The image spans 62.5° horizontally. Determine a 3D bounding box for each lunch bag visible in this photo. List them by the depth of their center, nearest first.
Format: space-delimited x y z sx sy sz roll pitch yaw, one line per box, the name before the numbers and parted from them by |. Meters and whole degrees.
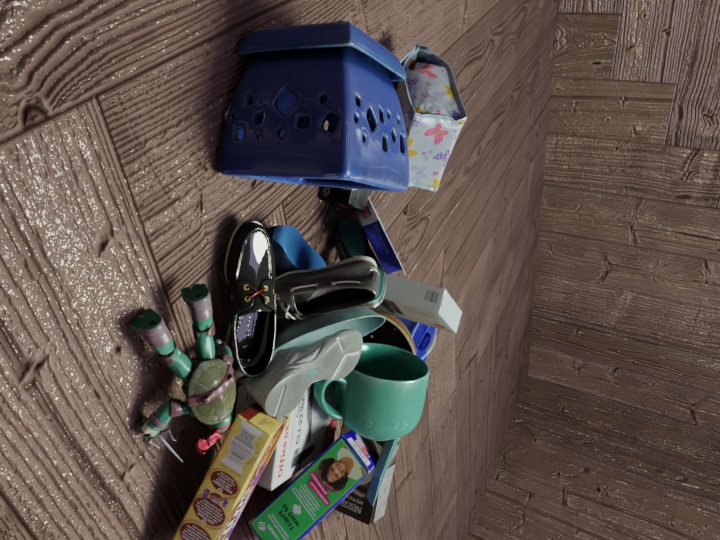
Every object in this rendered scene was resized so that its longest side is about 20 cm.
lunch bag | 0.097 -0.275 1.066 0.172 0.123 0.205 111 -21 -51

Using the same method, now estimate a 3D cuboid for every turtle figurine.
turtle figurine | -0.196 0.129 0.717 0.150 0.098 0.206 -46 135 -49

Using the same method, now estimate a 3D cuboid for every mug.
mug | 0.015 0.199 0.963 0.152 0.178 0.118 -80 178 -76

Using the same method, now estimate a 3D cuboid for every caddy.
caddy | 0.123 0.163 1.383 0.202 0.102 0.144 -56 148 -39

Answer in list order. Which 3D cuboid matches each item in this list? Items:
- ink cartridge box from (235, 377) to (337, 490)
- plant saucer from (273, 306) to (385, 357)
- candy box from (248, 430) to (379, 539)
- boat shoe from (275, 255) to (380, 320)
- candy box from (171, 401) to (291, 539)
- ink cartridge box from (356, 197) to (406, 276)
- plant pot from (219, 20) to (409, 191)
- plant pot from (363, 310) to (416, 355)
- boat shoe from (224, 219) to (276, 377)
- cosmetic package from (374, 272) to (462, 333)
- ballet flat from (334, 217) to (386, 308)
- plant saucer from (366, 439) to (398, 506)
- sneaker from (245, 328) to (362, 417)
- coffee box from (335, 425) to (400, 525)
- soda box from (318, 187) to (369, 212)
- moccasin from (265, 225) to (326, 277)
ink cartridge box | -0.112 0.233 0.946 0.199 0.081 0.150 -8 108 -64
plant saucer | -0.058 0.092 0.925 0.200 0.197 0.040 15 52 -64
candy box | -0.066 0.358 0.970 0.200 0.077 0.169 -44 166 -2
boat shoe | -0.065 0.036 0.832 0.067 0.194 0.058 60 17 -46
candy box | -0.171 0.279 0.784 0.205 0.055 0.117 -64 174 1
ink cartridge box | 0.031 -0.059 1.019 0.096 0.036 0.201 62 2 -21
plant pot | -0.049 -0.204 0.768 0.198 0.194 0.187 -4 99 -63
plant pot | 0.030 0.157 1.139 0.200 0.180 0.193 -27 126 -76
boat shoe | -0.141 0.038 0.786 0.072 0.063 0.209 -2 104 -34
cosmetic package | 0.088 0.057 1.155 0.150 0.195 0.053 39 69 -61
ballet flat | 0.000 0.000 1.012 0.073 0.070 0.204 70 3 -49
plant saucer | 0.050 0.300 1.015 0.201 0.018 0.072 -58 161 -55
sneaker | -0.078 0.129 0.848 0.197 0.079 0.073 -24 121 -39
coffee box | 0.010 0.405 1.247 0.079 0.110 0.207 15 87 -64
soda box | -0.009 -0.208 0.995 0.070 0.062 0.207 18 84 -64
moccasin | -0.098 -0.003 0.897 0.202 0.066 0.082 65 32 -46
